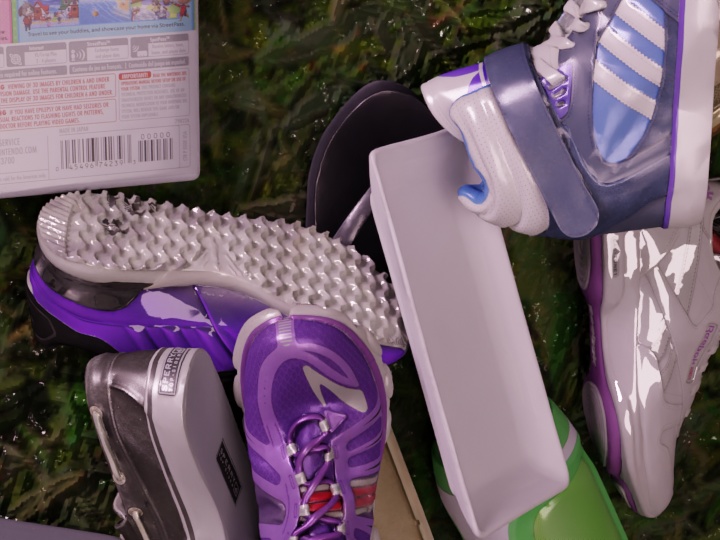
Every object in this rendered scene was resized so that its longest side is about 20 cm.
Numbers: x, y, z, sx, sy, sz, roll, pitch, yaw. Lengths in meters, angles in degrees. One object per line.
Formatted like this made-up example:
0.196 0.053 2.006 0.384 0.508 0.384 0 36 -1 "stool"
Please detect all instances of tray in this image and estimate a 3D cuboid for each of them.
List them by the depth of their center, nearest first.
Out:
0.051 0.030 1.306 0.107 0.022 0.201 -20 95 -56 "tray"

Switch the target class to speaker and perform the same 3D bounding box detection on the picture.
0.110 0.167 1.420 0.088 0.088 0.201 -31 115 -11 "speaker"

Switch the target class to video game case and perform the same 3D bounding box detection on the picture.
-0.175 -0.126 1.245 0.199 0.022 0.183 -6 108 -20 "video game case"

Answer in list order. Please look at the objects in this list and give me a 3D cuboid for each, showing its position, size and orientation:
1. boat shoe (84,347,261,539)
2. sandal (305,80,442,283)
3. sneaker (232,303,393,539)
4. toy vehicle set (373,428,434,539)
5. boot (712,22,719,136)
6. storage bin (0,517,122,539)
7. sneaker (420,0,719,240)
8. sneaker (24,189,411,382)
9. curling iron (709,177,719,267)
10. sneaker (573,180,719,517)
-0.091 0.118 1.304 0.063 0.071 0.201 0 127 18 "boat shoe"
0.000 0.001 1.345 0.076 0.043 0.201 12 101 -25 "sandal"
-0.019 0.112 1.261 0.080 0.084 0.201 -5 115 2 "sneaker"
-0.012 0.187 1.407 0.124 0.027 0.201 -26 114 -14 "toy vehicle set"
0.146 -0.138 1.349 0.199 0.073 0.156 -26 108 -2 "boot"
-0.208 0.193 1.278 0.199 0.145 0.135 13 74 -25 "storage bin"
0.103 -0.114 1.280 0.145 0.081 0.202 0 106 2 "sneaker"
-0.077 0.026 1.300 0.199 0.070 0.100 14 127 -10 "sneaker"
0.246 0.023 1.464 0.049 0.026 0.200 -38 117 -5 "curling iron"
0.172 0.043 1.404 0.099 0.075 0.201 -8 111 -9 "sneaker"
